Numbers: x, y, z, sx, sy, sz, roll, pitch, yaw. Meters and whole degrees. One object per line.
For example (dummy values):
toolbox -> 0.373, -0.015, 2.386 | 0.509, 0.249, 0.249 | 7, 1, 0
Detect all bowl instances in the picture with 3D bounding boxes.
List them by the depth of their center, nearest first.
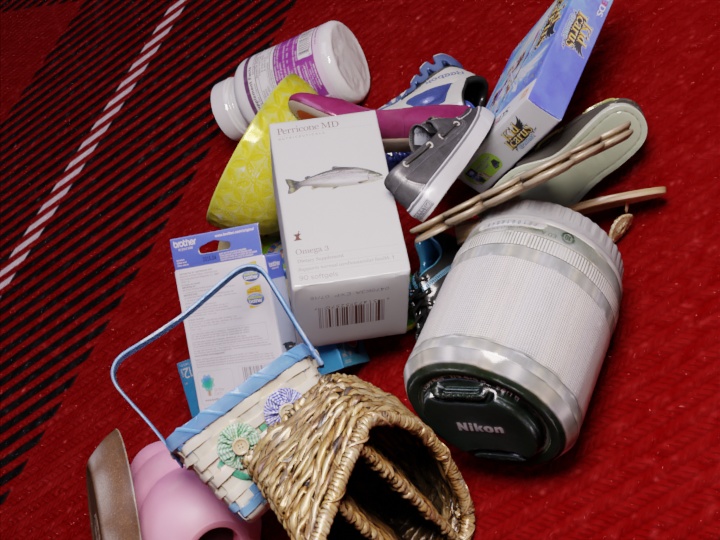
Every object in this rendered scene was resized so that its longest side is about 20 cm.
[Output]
bowl -> -0.081, -0.114, 1.340 | 0.201, 0.107, 0.200 | -60, -1, -2

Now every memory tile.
memory tile -> 0.148, -0.081, 1.086 | 0.153, 0.017, 0.199 | -27, 2, -42

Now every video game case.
video game case -> 0.187, -0.204, 1.243 | 0.201, 0.045, 0.181 | -63, 9, -27

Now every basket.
basket -> 0.023, 0.199, 0.985 | 0.143, 0.200, 0.149 | -43, 38, -3
basket -> -0.109, 0.115, 1.080 | 0.176, 0.139, 0.200 | -38, 76, -9

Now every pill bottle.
pill bottle -> -0.096, -0.243, 1.537 | 0.198, 0.112, 0.113 | -18, 45, 27

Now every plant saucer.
plant saucer -> -0.248, 0.262, 1.166 | 0.036, 0.202, 0.201 | -7, 36, -19

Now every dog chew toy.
dog chew toy -> -0.181, 0.238, 1.185 | 0.125, 0.125, 0.200 | -48, 32, -7

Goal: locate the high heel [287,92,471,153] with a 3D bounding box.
high heel -> 0.024, -0.170, 1.266 | 0.097, 0.198, 0.067 | -68, 8, -20

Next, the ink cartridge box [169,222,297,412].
ink cartridge box -> -0.126, 0.057, 1.200 | 0.118, 0.042, 0.202 | -9, 94, 30

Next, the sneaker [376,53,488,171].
sneaker -> 0.081, -0.166, 1.350 | 0.200, 0.081, 0.115 | -50, 38, -11

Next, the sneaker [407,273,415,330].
sneaker -> 0.000, 0.000, 1.258 | 0.074, 0.084, 0.199 | -47, 51, -10

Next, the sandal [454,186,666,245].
sandal -> 0.201, -0.029, 1.152 | 0.209, 0.078, 0.070 | -10, 85, 11

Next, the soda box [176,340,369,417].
soda box -> -0.096, 0.099, 1.254 | 0.198, 0.068, 0.065 | -21, 84, 25

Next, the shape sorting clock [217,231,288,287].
shape sorting clock -> -0.084, -0.043, 1.407 | 0.198, 0.039, 0.202 | -18, 47, 21

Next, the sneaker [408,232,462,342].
sneaker -> 0.075, 0.047, 1.157 | 0.073, 0.081, 0.201 | -38, 31, 42

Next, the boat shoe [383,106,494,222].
boat shoe -> 0.076, -0.121, 1.164 | 0.070, 0.066, 0.200 | -52, 1, 44

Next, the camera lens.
camera lens -> 0.139, 0.058, 1.036 | 0.159, 0.160, 0.201 | -2, 48, 38

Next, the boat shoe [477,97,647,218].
boat shoe -> 0.209, -0.105, 1.207 | 0.200, 0.072, 0.061 | -35, 13, 21

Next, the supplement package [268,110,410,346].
supplement package -> -0.023, -0.042, 1.170 | 0.115, 0.118, 0.202 | -9, 57, -4
